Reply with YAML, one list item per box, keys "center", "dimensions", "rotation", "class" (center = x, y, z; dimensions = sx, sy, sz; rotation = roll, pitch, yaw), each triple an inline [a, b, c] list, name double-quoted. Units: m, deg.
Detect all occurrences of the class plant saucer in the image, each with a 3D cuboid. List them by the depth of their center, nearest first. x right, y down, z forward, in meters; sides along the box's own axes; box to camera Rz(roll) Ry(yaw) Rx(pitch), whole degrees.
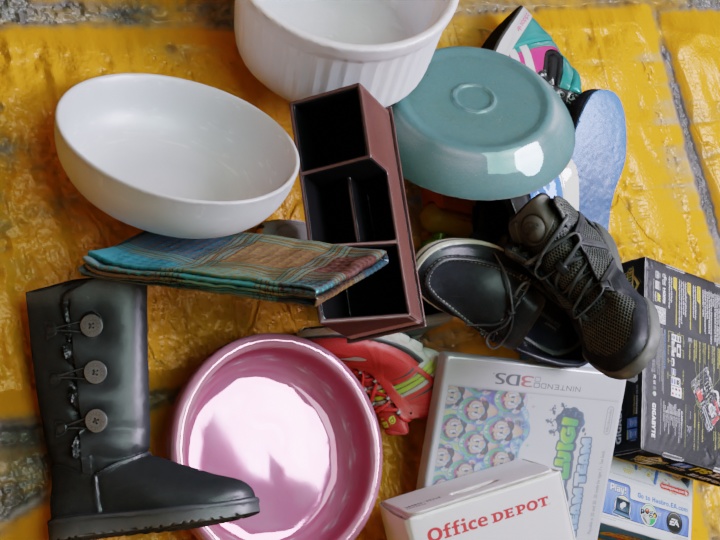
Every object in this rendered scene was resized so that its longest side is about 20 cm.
- center: [-0.076, 0.154, 1.236]
  dimensions: [0.200, 0.051, 0.201]
  rotation: [8, 75, -31]
  class: "plant saucer"
- center: [0.101, -0.146, 1.354]
  dimensions: [0.200, 0.036, 0.200]
  rotation: [3, 47, -4]
  class: "plant saucer"

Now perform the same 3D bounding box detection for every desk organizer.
- center: [-0.004, -0.048, 1.240]
  dimensions: [0.077, 0.072, 0.200]
  rotation: [33, 46, -66]
  class: "desk organizer"

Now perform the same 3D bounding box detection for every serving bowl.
- center: [-0.153, -0.084, 1.202]
  dimensions: [0.200, 0.066, 0.200]
  rotation: [13, 31, -8]
  class: "serving bowl"

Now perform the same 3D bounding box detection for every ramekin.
- center: [-0.019, -0.233, 1.317]
  dimensions: [0.200, 0.098, 0.201]
  rotation: [6, 52, -7]
  class: "ramekin"

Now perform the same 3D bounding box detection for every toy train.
- center: [0.074, -0.055, 1.402]
  dimensions: [0.200, 0.085, 0.116]
  rotation: [11, 87, -30]
  class: "toy train"

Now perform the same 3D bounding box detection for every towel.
- center: [-0.096, -0.009, 1.148]
  dimensions: [0.147, 0.200, 0.022]
  rotation: [-32, 126, -63]
  class: "towel"

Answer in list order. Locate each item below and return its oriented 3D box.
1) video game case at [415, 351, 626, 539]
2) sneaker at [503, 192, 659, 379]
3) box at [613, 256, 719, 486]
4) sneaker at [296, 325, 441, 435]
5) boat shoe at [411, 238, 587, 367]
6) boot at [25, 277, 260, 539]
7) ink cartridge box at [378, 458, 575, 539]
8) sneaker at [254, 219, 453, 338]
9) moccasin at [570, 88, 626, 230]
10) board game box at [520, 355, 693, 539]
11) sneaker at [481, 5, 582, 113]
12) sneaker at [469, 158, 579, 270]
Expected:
- center: [0.141, 0.180, 1.338]
  dimensions: [0.182, 0.024, 0.200]
  rotation: [7, 96, -19]
  class: "video game case"
- center: [0.179, 0.008, 1.239]
  dimensions: [0.114, 0.076, 0.199]
  rotation: [31, 27, -29]
  class: "sneaker"
- center: [0.321, 0.102, 1.477]
  dimensions: [0.160, 0.049, 0.200]
  rotation: [18, 67, -34]
  class: "box"
- center: [0.029, 0.103, 1.321]
  dimensions: [0.200, 0.077, 0.085]
  rotation: [23, 74, -27]
  class: "sneaker"
- center: [0.130, 0.031, 1.295]
  dimensions: [0.200, 0.062, 0.075]
  rotation: [28, 105, -27]
  class: "boat shoe"
- center: [-0.168, 0.101, 1.143]
  dimensions: [0.165, 0.066, 0.200]
  rotation: [-6, 77, -2]
  class: "boot"
- center: [0.113, 0.278, 1.278]
  dimensions: [0.147, 0.083, 0.200]
  rotation: [-14, 96, -16]
  class: "ink cartridge box"
- center: [0.000, 0.000, 1.314]
  dimensions: [0.200, 0.092, 0.076]
  rotation: [24, 65, -28]
  class: "sneaker"
- center: [0.211, -0.083, 1.479]
  dimensions: [0.080, 0.068, 0.200]
  rotation: [10, 93, -27]
  class: "moccasin"
- center: [0.244, 0.163, 1.470]
  dimensions: [0.200, 0.056, 0.196]
  rotation: [21, 65, -30]
  class: "board game box"
- center: [0.157, -0.165, 1.487]
  dimensions: [0.121, 0.084, 0.200]
  rotation: [40, 56, -9]
  class: "sneaker"
- center: [0.156, -0.005, 1.368]
  dimensions: [0.111, 0.077, 0.200]
  rotation: [-17, 105, -29]
  class: "sneaker"
